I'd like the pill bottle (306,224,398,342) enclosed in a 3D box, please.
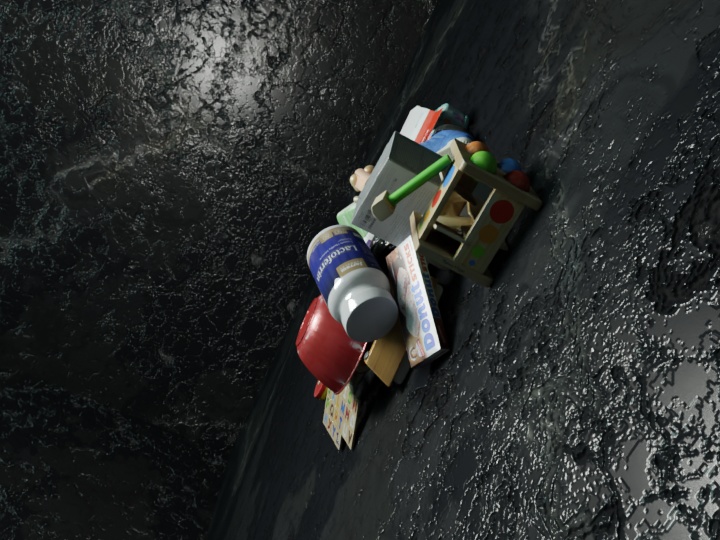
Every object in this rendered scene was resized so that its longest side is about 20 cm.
[{"bbox_3d":[-0.014,0.021,0.983,0.117,0.113,0.201,-61,37,25],"label":"pill bottle"}]

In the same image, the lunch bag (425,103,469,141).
[{"bbox_3d":[0.172,-0.274,1.314,0.160,0.076,0.204,175,119,-82],"label":"lunch bag"}]

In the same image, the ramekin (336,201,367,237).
[{"bbox_3d":[0.035,-0.141,1.413,0.197,0.099,0.200,-32,8,5],"label":"ramekin"}]

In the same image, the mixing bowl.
[{"bbox_3d":[-0.056,0.118,1.082,0.203,0.106,0.201,-62,10,19],"label":"mixing bowl"}]

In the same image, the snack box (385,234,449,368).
[{"bbox_3d":[0.089,0.048,0.916,0.072,0.024,0.205,-40,50,41],"label":"snack box"}]

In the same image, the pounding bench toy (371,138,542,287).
[{"bbox_3d":[0.130,-0.108,0.810,0.158,0.196,0.125,-61,10,24],"label":"pounding bench toy"}]

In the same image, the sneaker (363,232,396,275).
[{"bbox_3d":[0.065,-0.074,1.071,0.087,0.074,0.204,41,110,54],"label":"sneaker"}]

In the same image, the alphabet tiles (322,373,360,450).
[{"bbox_3d":[-0.040,0.281,1.194,0.200,0.007,0.172,-150,67,-69],"label":"alphabet tiles"}]

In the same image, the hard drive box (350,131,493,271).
[{"bbox_3d":[0.104,-0.108,0.950,0.157,0.196,0.078,-54,14,45],"label":"hard drive box"}]

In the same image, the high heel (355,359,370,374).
[{"bbox_3d":[-0.005,0.163,1.229,0.095,0.067,0.202,-35,22,31],"label":"high heel"}]

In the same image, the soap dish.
[{"bbox_3d":[0.065,0.093,1.042,0.204,0.080,0.157,-65,10,2],"label":"soap dish"}]

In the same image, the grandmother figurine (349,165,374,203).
[{"bbox_3d":[0.038,-0.184,1.268,0.121,0.061,0.200,-40,29,-6],"label":"grandmother figurine"}]

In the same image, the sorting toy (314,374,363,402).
[{"bbox_3d":[-0.046,0.217,1.376,0.201,0.068,0.202,-83,19,-58],"label":"sorting toy"}]

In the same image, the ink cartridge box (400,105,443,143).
[{"bbox_3d":[0.114,-0.298,1.311,0.166,0.056,0.200,-63,4,4],"label":"ink cartridge box"}]

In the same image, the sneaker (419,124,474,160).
[{"bbox_3d":[0.144,-0.242,1.186,0.195,0.078,0.112,-16,27,21],"label":"sneaker"}]
